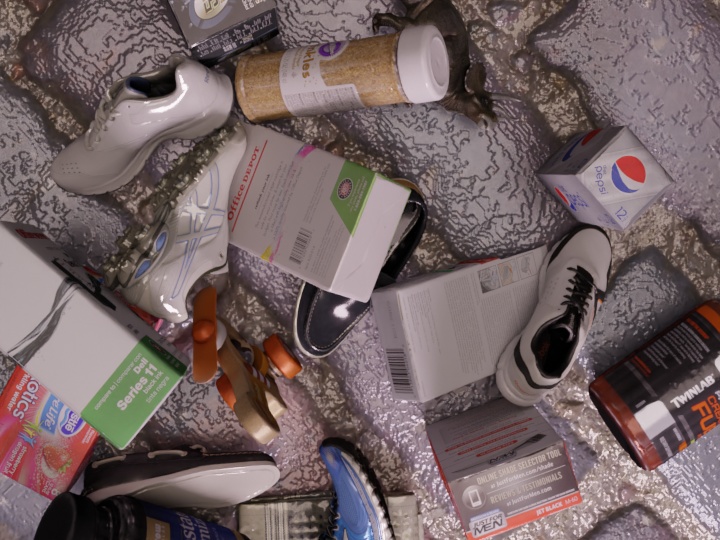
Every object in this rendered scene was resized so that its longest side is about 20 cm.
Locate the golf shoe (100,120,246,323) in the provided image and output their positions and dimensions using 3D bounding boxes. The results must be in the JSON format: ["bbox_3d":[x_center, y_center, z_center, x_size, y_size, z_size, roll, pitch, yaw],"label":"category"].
[{"bbox_3d":[-0.154,-0.044,1.093,0.097,0.078,0.201,41,71,-26],"label":"golf shoe"}]

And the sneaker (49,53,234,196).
[{"bbox_3d":[-0.218,-0.144,1.099,0.199,0.087,0.075,-31,58,13],"label":"sneaker"}]

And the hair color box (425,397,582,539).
[{"bbox_3d":[0.130,0.181,1.104,0.110,0.200,0.065,-20,96,0],"label":"hair color box"}]

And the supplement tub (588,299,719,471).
[{"bbox_3d":[0.332,0.101,1.152,0.199,0.107,0.107,-36,96,2],"label":"supplement tub"}]

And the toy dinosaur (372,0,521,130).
[{"bbox_3d":[0.068,-0.219,1.139,0.101,0.077,0.202,-23,91,-12],"label":"toy dinosaur"}]

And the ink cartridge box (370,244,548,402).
[{"bbox_3d":[0.110,0.048,1.154,0.198,0.050,0.110,-17,97,-34],"label":"ink cartridge box"}]

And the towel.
[{"bbox_3d":[-0.027,0.322,1.200,0.190,0.035,0.203,-3,98,1],"label":"towel"}]

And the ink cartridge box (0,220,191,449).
[{"bbox_3d":[-0.249,0.051,1.007,0.200,0.147,0.083,41,87,-5],"label":"ink cartridge box"}]

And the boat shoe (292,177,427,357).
[{"bbox_3d":[0.000,0.000,1.146,0.074,0.062,0.201,34,93,-24],"label":"boat shoe"}]

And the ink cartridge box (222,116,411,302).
[{"bbox_3d":[-0.062,-0.062,1.113,0.199,0.067,0.118,26,95,35],"label":"ink cartridge box"}]

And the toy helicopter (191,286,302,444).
[{"bbox_3d":[-0.111,0.095,1.086,0.079,0.200,0.133,-37,113,2],"label":"toy helicopter"}]

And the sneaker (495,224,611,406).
[{"bbox_3d":[0.203,0.039,1.131,0.073,0.080,0.202,29,68,-6],"label":"sneaker"}]

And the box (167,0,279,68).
[{"bbox_3d":[-0.143,-0.282,1.050,0.085,0.200,0.165,-24,96,-1],"label":"box"}]

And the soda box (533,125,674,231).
[{"bbox_3d":[0.221,-0.087,1.083,0.063,0.200,0.068,-43,94,2],"label":"soda box"}]

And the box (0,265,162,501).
[{"bbox_3d":[-0.280,0.108,1.132,0.099,0.095,0.202,28,93,-4],"label":"box"}]

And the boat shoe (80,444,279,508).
[{"bbox_3d":[-0.181,0.204,1.163,0.197,0.061,0.074,-13,138,0],"label":"boat shoe"}]

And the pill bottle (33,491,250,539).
[{"bbox_3d":[-0.205,0.279,1.107,0.199,0.112,0.113,26,94,-33],"label":"pill bottle"}]

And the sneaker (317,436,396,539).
[{"bbox_3d":[-0.011,0.262,1.137,0.088,0.079,0.203,-16,97,0],"label":"sneaker"}]

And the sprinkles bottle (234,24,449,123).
[{"bbox_3d":[-0.019,-0.182,1.092,0.198,0.068,0.069,-4,96,24],"label":"sprinkles bottle"}]
